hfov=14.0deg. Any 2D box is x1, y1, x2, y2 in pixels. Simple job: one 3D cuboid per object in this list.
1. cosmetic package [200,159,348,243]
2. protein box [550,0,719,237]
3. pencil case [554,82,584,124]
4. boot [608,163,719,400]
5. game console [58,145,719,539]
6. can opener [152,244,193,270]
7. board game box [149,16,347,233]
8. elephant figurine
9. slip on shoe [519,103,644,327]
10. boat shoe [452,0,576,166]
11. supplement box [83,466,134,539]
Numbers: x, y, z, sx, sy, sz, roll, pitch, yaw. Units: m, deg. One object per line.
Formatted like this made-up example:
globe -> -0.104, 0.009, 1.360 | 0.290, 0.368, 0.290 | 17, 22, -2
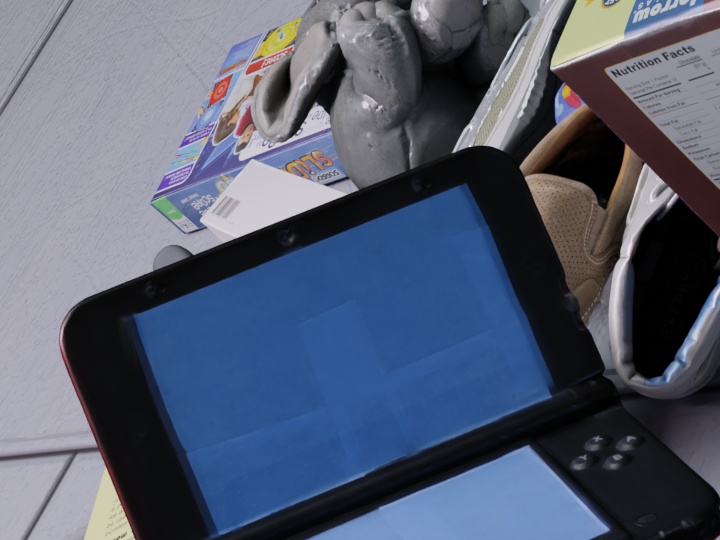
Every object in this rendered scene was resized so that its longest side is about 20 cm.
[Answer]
cosmetic package -> 0.000, 0.000, 1.524 | 0.051, 0.083, 0.200 | -48, 31, -12
protein box -> 0.217, -0.109, 1.215 | 0.135, 0.200, 0.199 | -16, 40, 48
pencil case -> 0.162, -0.124, 1.387 | 0.078, 0.087, 0.200 | -56, -6, -44
boot -> 0.158, -0.038, 1.276 | 0.096, 0.073, 0.201 | -1, -74, -82
game console -> 0.009, 0.058, 1.099 | 0.199, 0.119, 0.172 | -22, 24, -11
can opener -> -0.068, 0.037, 1.630 | 0.053, 0.066, 0.200 | -51, 30, -9
board game box -> -0.036, -0.104, 1.801 | 0.199, 0.034, 0.136 | -17, 40, 49
elephant figurine -> 0.009, -0.112, 1.638 | 0.155, 0.142, 0.200 | -40, 29, -17
slip on shoe -> 0.082, -0.013, 1.298 | 0.076, 0.061, 0.200 | 20, 33, 20
boat shoe -> 0.097, -0.089, 1.531 | 0.065, 0.074, 0.203 | 9, 67, 56
supplement box -> -0.015, 0.118, 1.341 | 0.199, 0.134, 0.201 | -30, 31, 33
